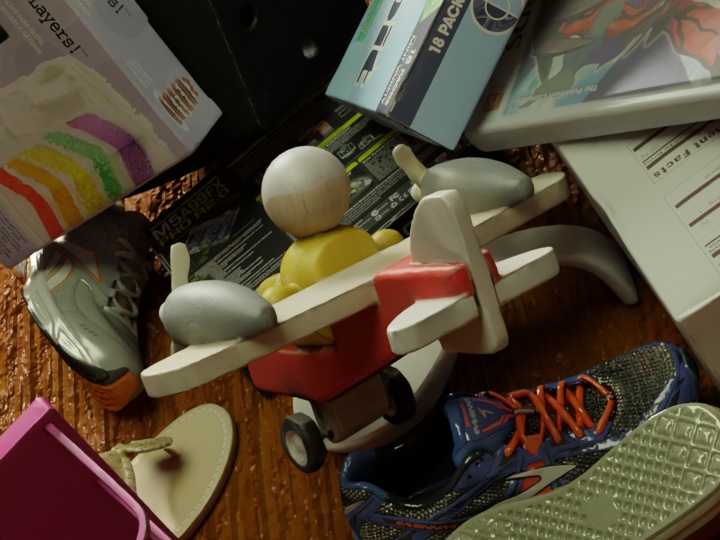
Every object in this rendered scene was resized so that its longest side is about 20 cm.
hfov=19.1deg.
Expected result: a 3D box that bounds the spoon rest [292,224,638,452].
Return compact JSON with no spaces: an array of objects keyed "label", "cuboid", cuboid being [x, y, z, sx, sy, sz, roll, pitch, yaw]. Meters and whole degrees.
[{"label":"spoon rest","cuboid":[0.047,0.031,1.150,0.199,0.061,0.100,-28,39,11]}]

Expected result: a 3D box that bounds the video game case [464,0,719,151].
[{"label":"video game case","cuboid":[0.154,-0.150,1.067,0.199,0.023,0.184,-5,56,45]}]

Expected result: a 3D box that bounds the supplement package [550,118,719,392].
[{"label":"supplement package","cuboid":[0.183,-0.029,1.059,0.109,0.114,0.201,-35,39,6]}]

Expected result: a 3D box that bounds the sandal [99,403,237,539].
[{"label":"sandal","cuboid":[-0.154,0.142,1.189,0.212,0.070,0.077,-50,40,-14]}]

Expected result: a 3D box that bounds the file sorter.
[{"label":"file sorter","cuboid":[-0.119,0.192,1.010,0.139,0.200,0.125,-45,42,-10]}]

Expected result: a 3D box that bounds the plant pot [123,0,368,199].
[{"label":"plant pot","cuboid":[-0.113,-0.169,1.319,0.176,0.201,0.200,-1,32,39]}]

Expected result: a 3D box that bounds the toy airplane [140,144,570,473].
[{"label":"toy airplane","cuboid":[0.000,0.000,1.031,0.198,0.200,0.142,-31,83,14]}]

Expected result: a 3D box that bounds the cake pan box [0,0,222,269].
[{"label":"cake pan box","cuboid":[-0.207,-0.118,1.252,0.183,0.200,0.052,-27,20,35]}]

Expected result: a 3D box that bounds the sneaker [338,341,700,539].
[{"label":"sneaker","cuboid":[0.076,0.090,1.053,0.199,0.079,0.076,-30,40,11]}]

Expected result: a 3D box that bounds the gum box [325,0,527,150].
[{"label":"gum box","cuboid":[0.050,-0.158,1.167,0.171,0.044,0.200,-63,11,2]}]

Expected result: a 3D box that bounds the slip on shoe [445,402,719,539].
[{"label":"slip on shoe","cuboid":[0.106,0.132,1.009,0.199,0.061,0.075,-37,56,23]}]

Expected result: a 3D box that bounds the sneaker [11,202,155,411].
[{"label":"sneaker","cuboid":[-0.162,0.005,1.332,0.092,0.076,0.200,-34,39,-3]}]

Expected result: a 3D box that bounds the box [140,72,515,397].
[{"label":"box","cuboid":[-0.021,-0.038,1.284,0.200,0.044,0.160,-40,38,-3]}]
